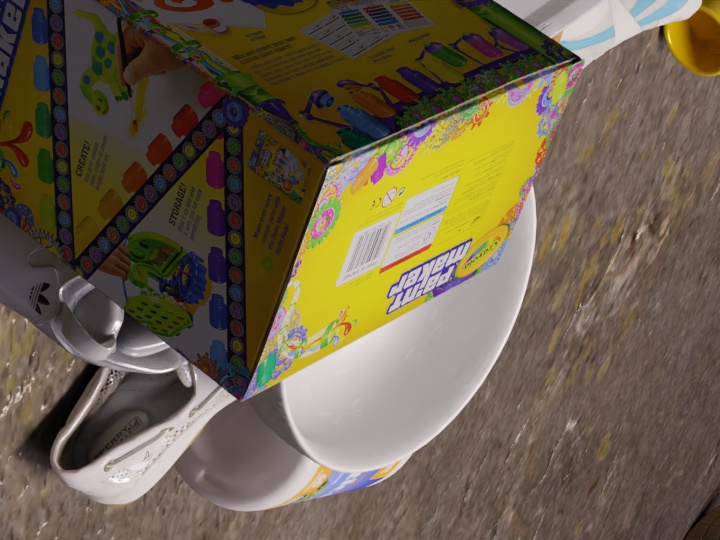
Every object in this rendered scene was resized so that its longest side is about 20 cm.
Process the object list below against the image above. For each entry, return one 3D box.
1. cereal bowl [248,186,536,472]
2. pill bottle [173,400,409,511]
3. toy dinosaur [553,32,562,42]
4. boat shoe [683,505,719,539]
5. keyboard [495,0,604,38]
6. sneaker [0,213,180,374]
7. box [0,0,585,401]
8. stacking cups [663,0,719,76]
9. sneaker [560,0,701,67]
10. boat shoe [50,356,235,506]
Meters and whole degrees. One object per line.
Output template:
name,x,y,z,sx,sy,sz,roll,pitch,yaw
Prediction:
cereal bowl,0.000,0.000,1.215,0.199,0.083,0.202,-28,131,-39
pill bottle,-0.027,0.081,1.394,0.113,0.112,0.200,-60,157,15
toy dinosaur,0.092,-0.129,1.323,0.201,0.106,0.060,-61,-177,-17
boat shoe,0.423,0.351,2.800,0.201,0.072,0.067,-56,164,22
keyboard,0.117,-0.171,1.294,0.199,0.057,0.011,-36,-166,-18
sneaker,-0.104,-0.014,1.086,0.199,0.115,0.076,-24,144,-52
box,-0.044,-0.073,1.017,0.199,0.192,0.123,-25,145,-49
stacking cups,0.303,-0.215,1.712,0.200,0.060,0.061,-39,154,-37
sneaker,0.148,-0.173,1.445,0.199,0.077,0.081,-9,140,-53
boat shoe,-0.094,0.043,1.251,0.201,0.071,0.069,-53,161,0
